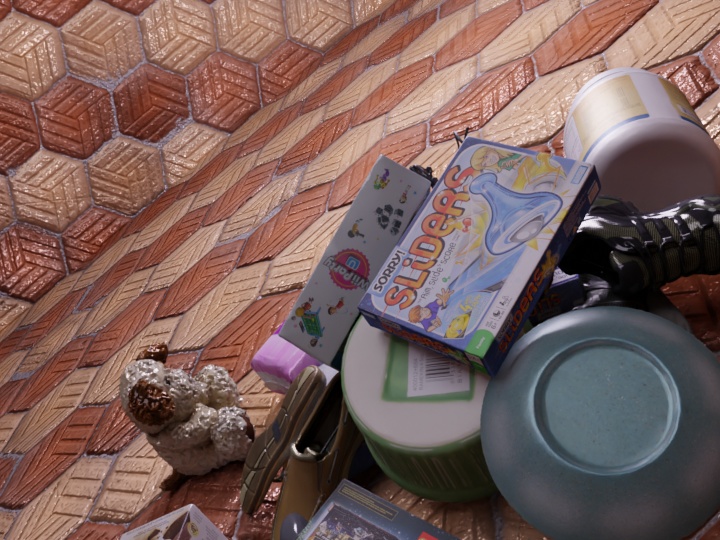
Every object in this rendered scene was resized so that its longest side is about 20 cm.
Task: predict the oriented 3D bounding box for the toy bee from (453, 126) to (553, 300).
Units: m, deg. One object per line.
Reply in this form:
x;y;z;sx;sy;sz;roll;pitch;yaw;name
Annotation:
0.170;-0.064;0.890;0.107;0.203;0.131;-14;-2;5;toy bee

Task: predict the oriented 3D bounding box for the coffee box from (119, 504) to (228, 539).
-0.219;0.357;0.907;0.112;0.080;0.201;-28;25;23;coffee box

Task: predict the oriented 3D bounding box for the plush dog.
-0.249;0.185;1.153;0.160;0.172;0.200;-40;23;-2;plush dog

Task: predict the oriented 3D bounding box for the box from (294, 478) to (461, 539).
0.025;0.257;0.664;0.198;0.038;0.137;18;50;37;box

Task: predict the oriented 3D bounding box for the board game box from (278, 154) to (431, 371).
0.000;0.000;0.897;0.202;0.064;0.148;-60;-9;-6;board game box

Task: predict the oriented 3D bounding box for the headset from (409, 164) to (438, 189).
0.053;-0.058;1.220;0.200;0.094;0.124;-46;12;37;headset

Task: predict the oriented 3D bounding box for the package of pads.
-0.045;0.080;1.161;0.200;0.076;0.120;-50;29;-20;package of pads

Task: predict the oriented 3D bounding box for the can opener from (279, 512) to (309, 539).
-0.050;0.287;0.727;0.053;0.067;0.201;-33;23;12;can opener

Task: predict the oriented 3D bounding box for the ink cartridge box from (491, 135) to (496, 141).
0.114;-0.049;1.076;0.161;0.050;0.200;-52;-6;-29;ink cartridge box

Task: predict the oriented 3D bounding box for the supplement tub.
0.294;-0.125;0.935;0.144;0.145;0.201;-29;24;22;supplement tub

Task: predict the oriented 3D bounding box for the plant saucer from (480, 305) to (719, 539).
0.187;0.108;0.669;0.198;0.039;0.203;-9;57;13;plant saucer

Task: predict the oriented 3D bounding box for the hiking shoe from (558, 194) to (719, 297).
0.257;-0.009;0.747;0.198;0.076;0.101;4;43;38;hiking shoe

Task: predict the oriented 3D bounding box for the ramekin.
0.078;0.098;0.803;0.197;0.098;0.202;-11;55;17;ramekin

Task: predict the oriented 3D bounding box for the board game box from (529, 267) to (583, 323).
0.132;0.024;0.962;0.198;0.035;0.136;-19;27;0;board game box

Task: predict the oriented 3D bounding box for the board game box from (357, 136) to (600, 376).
0.104;-0.020;0.769;0.134;0.035;0.201;19;67;37;board game box

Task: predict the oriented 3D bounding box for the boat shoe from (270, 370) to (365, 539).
-0.049;0.193;0.882;0.071;0.076;0.202;15;78;32;boat shoe

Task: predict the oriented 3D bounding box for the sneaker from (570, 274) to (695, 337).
0.215;0.042;0.803;0.113;0.077;0.200;-11;29;-1;sneaker

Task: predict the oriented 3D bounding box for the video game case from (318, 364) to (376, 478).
0.038;0.125;0.990;0.199;0.046;0.182;-33;23;14;video game case

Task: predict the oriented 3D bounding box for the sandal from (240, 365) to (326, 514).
-0.081;0.199;0.990;0.201;0.054;0.080;-59;20;16;sandal
